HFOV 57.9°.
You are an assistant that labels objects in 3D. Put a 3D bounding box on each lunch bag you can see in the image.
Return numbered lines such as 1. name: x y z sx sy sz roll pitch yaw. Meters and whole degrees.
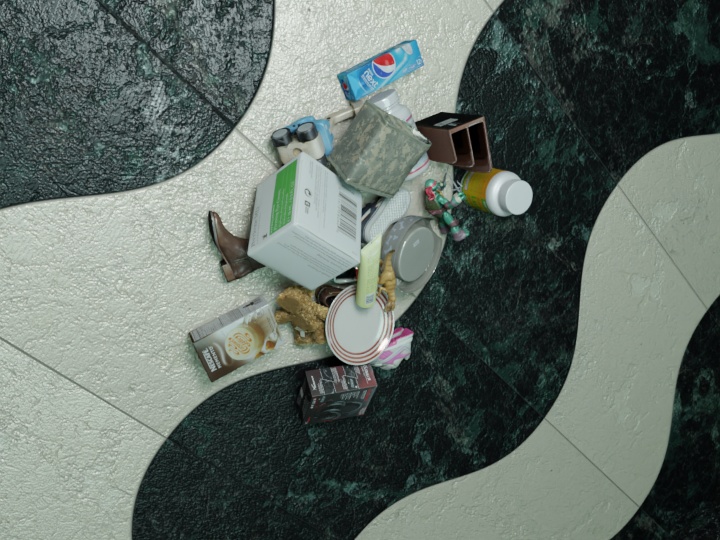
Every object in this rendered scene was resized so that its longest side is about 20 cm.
1. lunch bag: 0.052 -0.264 1.475 0.198 0.118 0.165 16 119 -47

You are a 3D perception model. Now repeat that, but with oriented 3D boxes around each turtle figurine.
1. turtle figurine: 0.210 -0.176 1.659 0.099 0.151 0.203 -24 124 2

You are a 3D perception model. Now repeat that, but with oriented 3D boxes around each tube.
1. tube: 0.018 0.003 1.519 0.050 0.059 0.203 0 138 -4

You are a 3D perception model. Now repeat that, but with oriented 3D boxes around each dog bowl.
1. dog bowl: 0.128 -0.047 1.661 0.198 0.058 0.205 -27 128 -40

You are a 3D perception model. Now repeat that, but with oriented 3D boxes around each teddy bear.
1. teddy bear: -0.139 0.112 1.603 0.142 0.068 0.201 -20 124 28

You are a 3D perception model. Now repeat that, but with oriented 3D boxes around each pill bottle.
1. pill bottle: 0.350 -0.202 1.675 0.108 0.199 0.114 -6 107 -21
2. pill bottle: 0.086 -0.326 1.574 0.107 0.108 0.203 -32 114 -13

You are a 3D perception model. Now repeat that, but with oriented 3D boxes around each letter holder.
1. letter holder: 0.221 -0.298 1.591 0.099 0.200 0.145 -23 113 -16

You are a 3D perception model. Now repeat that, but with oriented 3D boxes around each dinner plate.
1. dinner plate: -0.002 0.132 1.623 0.195 0.024 0.206 -3 97 -27

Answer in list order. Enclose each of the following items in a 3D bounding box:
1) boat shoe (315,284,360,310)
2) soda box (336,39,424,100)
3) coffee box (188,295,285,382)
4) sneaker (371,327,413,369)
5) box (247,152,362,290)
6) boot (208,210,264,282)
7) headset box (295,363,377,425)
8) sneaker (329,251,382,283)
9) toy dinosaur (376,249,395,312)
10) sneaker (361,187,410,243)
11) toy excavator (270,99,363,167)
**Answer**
1. boat shoe: -0.021 0.088 1.663 0.196 0.070 0.072 12 99 -28
2. soda box: 0.048 -0.474 1.539 0.197 0.068 0.065 -31 115 -13
3. coffee box: -0.294 0.161 1.552 0.197 0.079 0.117 -28 113 -15
4. sneaker: 0.059 0.227 1.730 0.195 0.081 0.091 -17 109 -18
5. box: -0.119 -0.106 1.450 0.198 0.170 0.203 29 48 -36
6. boot: -0.243 -0.084 1.516 0.196 0.064 0.190 -21 125 -14
7. headset box: -0.055 0.314 1.668 0.195 0.078 0.150 -4 141 -23
8. sneaker: 0.000 0.000 1.633 0.195 0.093 0.072 -9 108 -21
9. toy dinosaur: 0.062 0.004 1.573 0.060 0.105 0.204 -37 137 -36
10. sneaker: 0.047 -0.143 1.631 0.200 0.078 0.080 -45 127 -34
11. toy excavator: -0.092 -0.324 1.503 0.189 0.202 0.101 -7 129 19
